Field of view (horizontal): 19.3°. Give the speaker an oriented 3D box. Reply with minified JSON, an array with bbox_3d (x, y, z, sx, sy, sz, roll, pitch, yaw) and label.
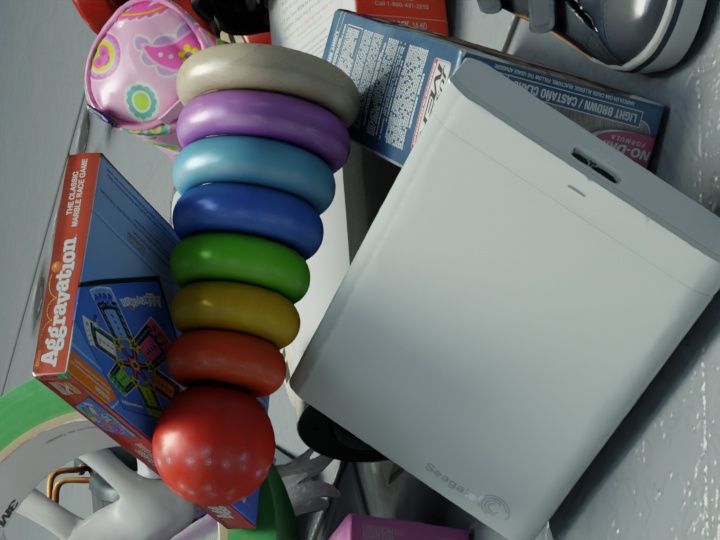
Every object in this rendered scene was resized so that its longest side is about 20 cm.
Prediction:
[{"bbox_3d":[0.000,0.000,1.134,0.081,0.081,0.201,122,152,-49],"label":"speaker"}]

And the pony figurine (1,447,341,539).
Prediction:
[{"bbox_3d":[-0.114,0.137,1.178,0.193,0.200,0.167,-42,-2,6],"label":"pony figurine"}]

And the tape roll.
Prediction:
[{"bbox_3d":[-0.131,0.148,1.073,0.048,0.199,0.202,61,-153,-63],"label":"tape roll"}]

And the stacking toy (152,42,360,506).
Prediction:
[{"bbox_3d":[-0.052,0.005,0.944,0.085,0.085,0.201,146,133,-66],"label":"stacking toy"}]

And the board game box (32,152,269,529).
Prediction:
[{"bbox_3d":[-0.088,0.038,0.971,0.200,0.019,0.104,51,-141,-57],"label":"board game box"}]

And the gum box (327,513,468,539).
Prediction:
[{"bbox_3d":[-0.009,0.220,1.074,0.200,0.066,0.114,123,152,-52],"label":"gum box"}]

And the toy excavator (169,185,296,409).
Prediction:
[{"bbox_3d":[-0.046,0.031,1.268,0.195,0.099,0.201,123,138,-53],"label":"toy excavator"}]

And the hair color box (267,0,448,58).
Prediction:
[{"bbox_3d":[-0.008,-0.199,1.222,0.111,0.064,0.202,-29,64,60],"label":"hair color box"}]

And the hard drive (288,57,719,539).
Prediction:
[{"bbox_3d":[0.058,0.020,0.885,0.026,0.131,0.200,-51,-7,-45],"label":"hard drive"}]

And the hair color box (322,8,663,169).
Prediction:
[{"bbox_3d":[0.052,-0.073,0.982,0.200,0.099,0.061,-143,68,-69],"label":"hair color box"}]

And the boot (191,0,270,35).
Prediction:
[{"bbox_3d":[-0.075,-0.207,1.315,0.200,0.069,0.133,-6,-98,-68],"label":"boot"}]

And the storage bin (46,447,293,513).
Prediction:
[{"bbox_3d":[-0.125,0.178,1.341,0.200,0.144,0.135,-173,83,-76],"label":"storage bin"}]

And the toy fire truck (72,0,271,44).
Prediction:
[{"bbox_3d":[-0.109,-0.183,1.457,0.201,0.112,0.168,60,-166,-12],"label":"toy fire truck"}]

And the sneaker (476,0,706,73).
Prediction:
[{"bbox_3d":[0.086,-0.143,0.953,0.200,0.079,0.079,-127,50,-63],"label":"sneaker"}]

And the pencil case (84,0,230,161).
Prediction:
[{"bbox_3d":[-0.092,-0.099,1.295,0.200,0.087,0.088,30,-116,-67],"label":"pencil case"}]
